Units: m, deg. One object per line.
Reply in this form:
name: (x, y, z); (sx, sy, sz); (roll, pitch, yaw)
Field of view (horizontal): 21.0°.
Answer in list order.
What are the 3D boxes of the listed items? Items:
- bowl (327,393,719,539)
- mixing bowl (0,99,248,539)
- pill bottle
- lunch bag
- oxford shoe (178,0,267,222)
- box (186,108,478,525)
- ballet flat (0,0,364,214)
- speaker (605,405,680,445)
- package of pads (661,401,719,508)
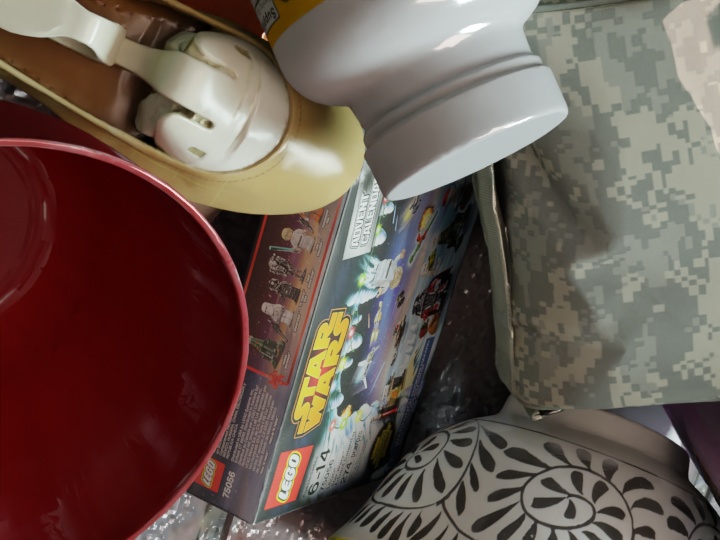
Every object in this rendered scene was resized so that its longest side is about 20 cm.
bowl: (0.093, 0.114, 0.874); (0.200, 0.200, 0.095); (31, 73, -41)
mixing bowl: (-0.149, 0.014, 0.694); (0.198, 0.109, 0.202); (-13, 128, -17)
pill bottle: (0.001, -0.131, 0.693); (0.104, 0.104, 0.201); (-21, 84, -30)
lunch bag: (0.125, -0.047, 0.798); (0.166, 0.139, 0.202); (-13, 112, -12)
oxford shoe: (-0.038, -0.110, 0.789); (0.201, 0.071, 0.073); (-57, 154, -3)
box: (0.000, 0.000, 0.831); (0.137, 0.040, 0.202); (-9, 118, -62)
ballet flat: (-0.086, -0.073, 0.701); (0.199, 0.063, 0.069); (24, 88, -12)
speaker: (0.121, 0.020, 0.946); (0.081, 0.081, 0.202); (-17, 118, -32)
package of pads: (0.210, 0.078, 0.838); (0.120, 0.200, 0.076); (-29, 115, 4)
